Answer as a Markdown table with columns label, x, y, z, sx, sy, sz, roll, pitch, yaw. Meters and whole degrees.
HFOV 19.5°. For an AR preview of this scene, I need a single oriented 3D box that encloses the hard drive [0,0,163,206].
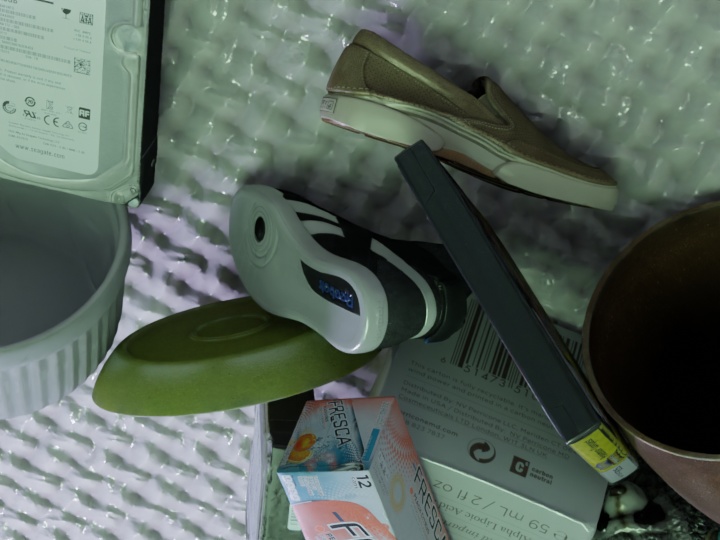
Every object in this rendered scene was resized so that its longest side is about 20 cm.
| label | x | y | z | sx | sy | sz | roll | pitch | yaw |
| --- | --- | --- | --- | --- | --- | --- | --- | --- | --- |
| hard drive | -0.195 | -0.144 | 1.317 | 0.139 | 0.038 | 0.201 | 13 | 124 | 8 |

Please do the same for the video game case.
| label | x | y | z | sx | sy | sz | roll | pitch | yaw |
| --- | --- | --- | --- | --- | --- | --- | --- | --- | --- |
| video game case | 0.097 | 0.030 | 1.267 | 0.025 | 0.201 | 0.181 | -33 | 161 | 6 |

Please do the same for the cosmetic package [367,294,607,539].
| label | x | y | z | sx | sy | sz | roll | pitch | yaw |
| --- | --- | --- | --- | --- | --- | --- | --- | --- | --- |
| cosmetic package | 0.070 | 0.145 | 1.435 | 0.164 | 0.165 | 0.200 | 22 | 134 | 1 |

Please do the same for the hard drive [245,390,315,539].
| label | x | y | z | sx | sy | sz | roll | pitch | yaw |
| --- | --- | --- | --- | --- | --- | --- | --- | --- | --- |
| hard drive | -0.055 | 0.140 | 1.426 | 0.038 | 0.200 | 0.140 | 5 | 110 | -5 |

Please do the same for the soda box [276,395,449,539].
| label | x | y | z | sx | sy | sz | roll | pitch | yaw |
| --- | --- | --- | --- | --- | --- | --- | --- | --- | --- |
| soda box | 0.014 | 0.174 | 1.316 | 0.063 | 0.069 | 0.201 | -5 | 127 | 23 |

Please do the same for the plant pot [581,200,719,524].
| label | x | y | z | sx | sy | sz | roll | pitch | yaw |
| --- | --- | --- | --- | --- | --- | --- | --- | --- | --- |
| plant pot | 0.253 | 0.087 | 1.333 | 0.186 | 0.188 | 0.200 | -2 | 145 | 20 |

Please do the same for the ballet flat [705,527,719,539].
| label | x | y | z | sx | sy | sz | roll | pitch | yaw |
| --- | --- | --- | --- | --- | --- | --- | --- | --- | --- |
| ballet flat | 0.293 | 0.227 | 1.453 | 0.200 | 0.072 | 0.072 | 18 | 142 | -40 |

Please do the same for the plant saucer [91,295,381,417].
| label | x | y | z | sx | sy | sz | roll | pitch | yaw |
| --- | --- | --- | --- | --- | --- | --- | --- | --- | --- |
| plant saucer | -0.084 | 0.050 | 1.397 | 0.199 | 0.200 | 0.031 | -5 | 103 | 22 |

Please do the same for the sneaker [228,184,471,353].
| label | x | y | z | sx | sy | sz | roll | pitch | yaw |
| --- | --- | --- | --- | --- | --- | --- | --- | --- | --- |
| sneaker | 0.000 | 0.000 | 1.364 | 0.111 | 0.200 | 0.073 | -2 | 114 | -31 |

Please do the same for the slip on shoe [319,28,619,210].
| label | x | y | z | sx | sy | sz | roll | pitch | yaw |
| --- | --- | --- | --- | --- | --- | --- | --- | --- | --- |
| slip on shoe | 0.074 | -0.090 | 1.294 | 0.199 | 0.076 | 0.061 | 19 | 90 | -11 |

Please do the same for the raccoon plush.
| label | x | y | z | sx | sy | sz | roll | pitch | yaw |
| --- | --- | --- | --- | --- | --- | --- | --- | --- | --- |
| raccoon plush | 0.229 | 0.207 | 1.458 | 0.097 | 0.134 | 0.200 | -30 | 116 | 37 |

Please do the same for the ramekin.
| label | x | y | z | sx | sy | sz | roll | pitch | yaw |
| --- | --- | --- | --- | --- | --- | --- | --- | --- | --- |
| ramekin | -0.250 | 0.006 | 1.401 | 0.199 | 0.201 | 0.105 | 12 | 144 | 7 |
